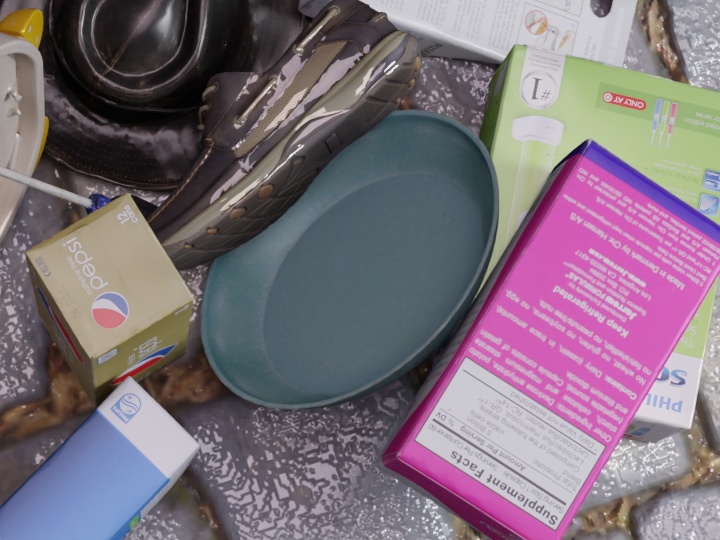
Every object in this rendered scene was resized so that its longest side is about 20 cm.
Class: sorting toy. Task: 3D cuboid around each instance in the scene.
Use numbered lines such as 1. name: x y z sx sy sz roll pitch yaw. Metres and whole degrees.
1. sorting toy: -0.275 -0.110 1.355 0.180 0.200 0.107 26 58 10

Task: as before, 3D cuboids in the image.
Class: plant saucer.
1. plant saucer: 0.000 0.000 1.375 0.200 0.200 0.036 -55 132 -12

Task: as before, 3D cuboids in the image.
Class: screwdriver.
1. screwdriver: -0.159 -0.040 1.347 0.029 0.200 0.028 20 89 32

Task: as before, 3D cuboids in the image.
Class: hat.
1. hat: -0.122 -0.151 1.415 0.200 0.081 0.201 1 79 -6

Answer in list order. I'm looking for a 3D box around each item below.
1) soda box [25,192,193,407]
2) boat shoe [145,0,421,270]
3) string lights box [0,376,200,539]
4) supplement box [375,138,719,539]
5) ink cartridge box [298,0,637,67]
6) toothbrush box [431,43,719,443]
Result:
1. soda box: -0.136 0.020 1.321 0.064 0.200 0.068 -31 84 -11
2. boat shoe: -0.056 -0.080 1.389 0.200 0.075 0.073 -41 75 -8
3. string lights box: -0.179 0.155 1.342 0.059 0.103 0.200 44 78 2
4. supplement box: 0.103 0.045 1.311 0.103 0.101 0.200 33 82 -1
5. ink cartridge box: 0.075 -0.204 1.477 0.199 0.057 0.163 19 77 -24
6. toothbrush box: 0.133 -0.014 1.417 0.145 0.086 0.201 12 78 -4
